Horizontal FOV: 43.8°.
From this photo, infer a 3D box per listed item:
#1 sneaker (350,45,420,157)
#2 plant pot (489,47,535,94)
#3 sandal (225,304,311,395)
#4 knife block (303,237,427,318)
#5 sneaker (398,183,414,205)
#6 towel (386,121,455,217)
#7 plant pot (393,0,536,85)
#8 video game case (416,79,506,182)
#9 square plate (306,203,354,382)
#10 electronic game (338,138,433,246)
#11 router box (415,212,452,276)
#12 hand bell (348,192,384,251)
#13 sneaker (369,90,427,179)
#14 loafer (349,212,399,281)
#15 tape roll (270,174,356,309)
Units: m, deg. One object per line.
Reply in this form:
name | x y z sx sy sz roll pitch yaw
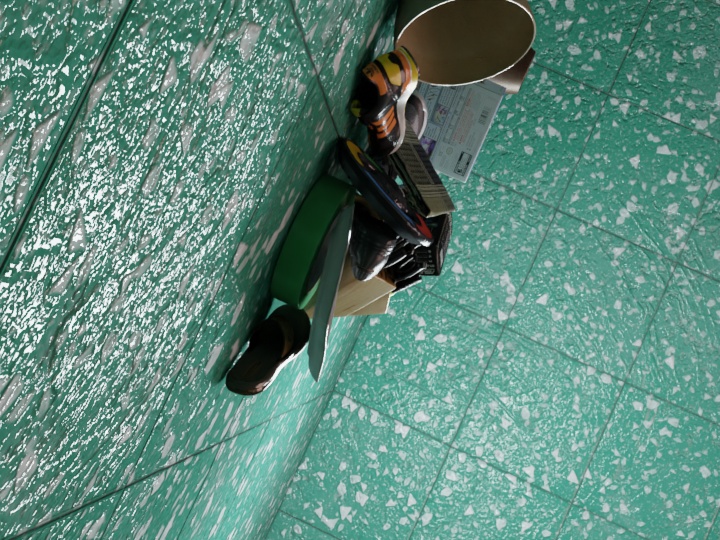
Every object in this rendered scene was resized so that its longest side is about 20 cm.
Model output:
sneaker | 0.019 -0.232 1.283 0.090 0.070 0.200 -24 154 -24
plant pot | 0.253 -0.448 1.853 0.187 0.200 0.187 24 90 -85
sandal | -0.133 0.102 1.291 0.200 0.082 0.055 -49 142 -49
knife block | 0.000 0.000 1.420 0.176 0.199 0.064 98 -14 -54
sneaker | 0.049 -0.128 1.664 0.200 0.078 0.090 -21 -148 44
towel | 0.082 -0.171 1.467 0.034 0.193 0.200 -30 175 18
plant pot | 0.140 -0.378 1.277 0.200 0.200 0.135 102 -17 -66
video game case | 0.154 -0.289 1.687 0.045 0.181 0.200 -61 173 -52
square plate | -0.046 0.034 1.283 0.200 0.028 0.199 104 -2 -60
electronic game | 0.038 -0.114 1.305 0.042 0.200 0.200 -41 179 11
router box | 0.051 -0.053 1.548 0.150 0.199 0.062 -66 153 -56
hand bell | -0.012 -0.104 1.519 0.200 0.104 0.104 -87 -161 -71
sneaker | 0.058 -0.221 1.603 0.114 0.075 0.200 -62 177 -56
loafer | 0.012 -0.036 1.289 0.200 0.073 0.072 -51 166 -79
tape roll | -0.069 -0.042 1.326 0.200 0.048 0.201 25 90 -85
